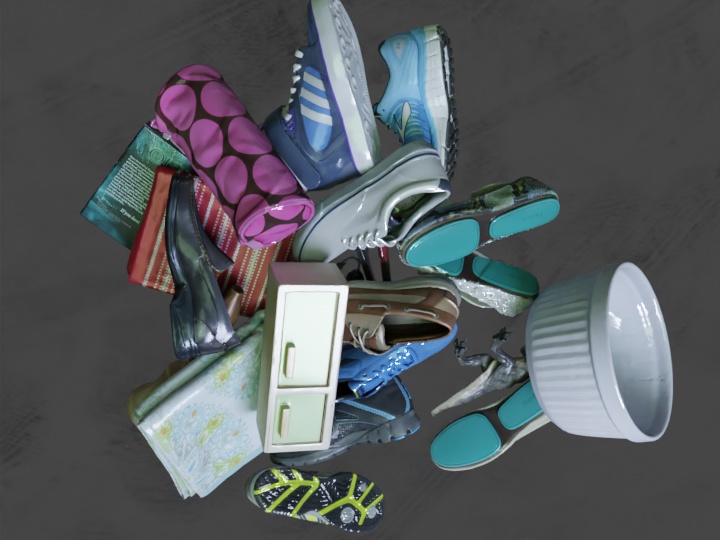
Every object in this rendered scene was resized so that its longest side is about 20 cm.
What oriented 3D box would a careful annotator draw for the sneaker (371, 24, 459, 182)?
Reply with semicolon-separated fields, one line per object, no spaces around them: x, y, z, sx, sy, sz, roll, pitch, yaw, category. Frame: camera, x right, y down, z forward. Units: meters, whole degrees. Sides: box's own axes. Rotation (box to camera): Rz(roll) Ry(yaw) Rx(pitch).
0.059;-0.167;0.875;0.090;0.078;0.200;1;107;18;sneaker

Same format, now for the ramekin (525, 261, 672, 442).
0.272;0.095;0.899;0.105;0.200;0.200;-12;113;37;ramekin

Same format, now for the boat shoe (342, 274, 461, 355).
0.015;0.056;0.893;0.200;0.072;0.076;-12;134;16;boat shoe

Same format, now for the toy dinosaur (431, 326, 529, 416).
0.165;0.119;0.982;0.200;0.047;0.088;-25;115;11;toy dinosaur

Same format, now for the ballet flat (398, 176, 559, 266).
0.125;-0.059;0.889;0.200;0.074;0.074;-16;110;-16;ballet flat

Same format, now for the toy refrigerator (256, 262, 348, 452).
-0.065;0.096;0.853;0.076;0.070;0.200;1;112;-17;toy refrigerator

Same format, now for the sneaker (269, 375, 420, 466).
-0.026;0.193;1.001;0.200;0.073;0.082;-20;81;8;sneaker

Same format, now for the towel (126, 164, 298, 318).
-0.157;-0.026;0.902;0.200;0.022;0.145;18;107;-9;towel

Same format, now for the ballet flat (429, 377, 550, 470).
0.180;0.196;0.994;0.200;0.069;0.069;-34;107;23;ballet flat

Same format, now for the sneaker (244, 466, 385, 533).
-0.056;0.291;1.029;0.200;0.076;0.075;24;74;-25;sneaker

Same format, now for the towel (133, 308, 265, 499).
-0.151;0.160;0.914;0.200;0.048;0.171;-38;140;-22;towel

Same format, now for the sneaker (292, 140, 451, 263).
0.008;-0.054;0.835;0.200;0.071;0.073;-38;146;24;sneaker

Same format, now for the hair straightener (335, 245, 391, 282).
0.000;0.000;0.943;0.077;0.041;0.200;-7;114;7;hair straightener

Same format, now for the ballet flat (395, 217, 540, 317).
0.116;0.005;0.931;0.200;0.072;0.072;26;107;-8;ballet flat

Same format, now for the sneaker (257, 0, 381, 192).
-0.068;-0.181;0.842;0.146;0.081;0.200;-10;107;19;sneaker

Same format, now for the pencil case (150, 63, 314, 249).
-0.136;-0.114;0.818;0.094;0.091;0.200;-37;71;2;pencil case

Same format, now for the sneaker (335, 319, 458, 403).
0.027;0.113;0.937;0.200;0.078;0.066;-23;126;10;sneaker

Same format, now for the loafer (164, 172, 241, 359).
-0.173;-0.006;0.854;0.072;0.073;0.200;-5;95;-11;loafer

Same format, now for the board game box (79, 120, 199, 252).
-0.203;-0.059;0.916;0.200;0.028;0.135;38;104;-13;board game box

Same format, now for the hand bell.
-0.186;0.099;0.918;0.104;0.104;0.200;27;115;-11;hand bell
